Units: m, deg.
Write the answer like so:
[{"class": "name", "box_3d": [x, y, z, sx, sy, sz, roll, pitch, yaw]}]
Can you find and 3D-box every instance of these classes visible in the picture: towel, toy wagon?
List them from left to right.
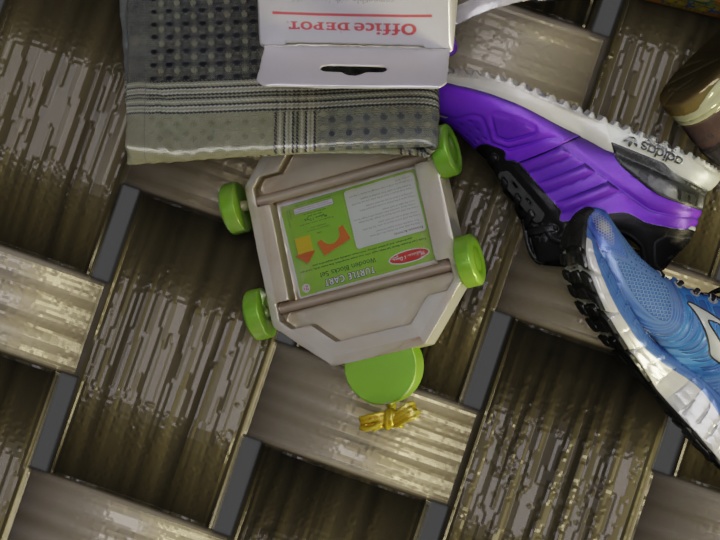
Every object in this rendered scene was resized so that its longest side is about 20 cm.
[{"class": "towel", "box_3d": [-0.052, -0.144, 1.508, 0.198, 0.035, 0.194, -1, 58, -2]}, {"class": "toy wagon", "box_3d": [0.000, 0.000, 1.506, 0.154, 0.040, 0.202, -14, 85, 18]}]

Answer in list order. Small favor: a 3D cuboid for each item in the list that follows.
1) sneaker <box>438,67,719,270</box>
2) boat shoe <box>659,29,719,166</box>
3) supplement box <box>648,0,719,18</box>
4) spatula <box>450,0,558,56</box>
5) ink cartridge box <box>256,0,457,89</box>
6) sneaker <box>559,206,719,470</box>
[{"class": "sneaker", "box_3d": [0.115, -0.056, 1.507, 0.199, 0.070, 0.100, 22, 93, 8]}, {"class": "boat shoe", "box_3d": [0.274, -0.142, 1.514, 0.200, 0.072, 0.066, -40, 112, -14]}, {"class": "supplement box", "box_3d": [0.226, -0.263, 1.524, 0.066, 0.069, 0.202, 14, 82, -4]}, {"class": "spatula", "box_3d": [0.090, -0.167, 1.510, 0.198, 0.021, 0.057, -13, 69, -22]}, {"class": "ink cartridge box", "box_3d": [0.001, -0.187, 1.433, 0.114, 0.201, 0.068, 1, 126, 4]}, {"class": "sneaker", "box_3d": [0.198, 0.033, 1.476, 0.089, 0.079, 0.200, -42, 105, -3]}]
